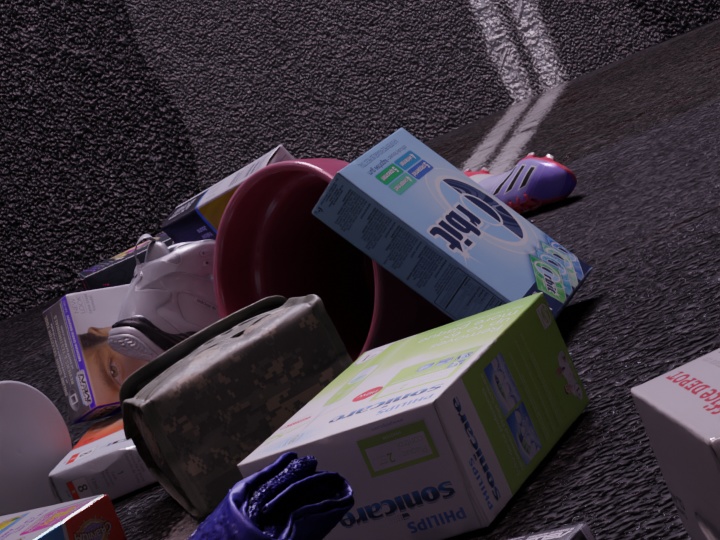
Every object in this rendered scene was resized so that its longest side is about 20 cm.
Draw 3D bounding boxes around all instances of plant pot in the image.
[{"bbox_3d":[0.000,0.000,1.734,0.199,0.202,0.178,-17,-6,40],"label":"plant pot"}]

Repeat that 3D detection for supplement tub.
[{"bbox_3d":[-0.368,0.180,1.793,0.199,0.133,0.132,-19,9,41],"label":"supplement tub"}]

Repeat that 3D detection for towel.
[{"bbox_3d":[-0.097,0.172,0.976,0.200,0.050,0.148,-47,-10,12],"label":"towel"}]

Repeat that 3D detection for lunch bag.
[{"bbox_3d":[-0.097,0.101,1.555,0.163,0.118,0.200,-30,5,-14],"label":"lunch bag"}]

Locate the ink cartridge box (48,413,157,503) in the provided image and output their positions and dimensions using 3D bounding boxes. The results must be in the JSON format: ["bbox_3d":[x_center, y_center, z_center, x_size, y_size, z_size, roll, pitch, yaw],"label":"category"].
[{"bbox_3d":[-0.161,0.139,1.748,0.199,0.050,0.162,-26,7,11],"label":"ink cartridge box"}]

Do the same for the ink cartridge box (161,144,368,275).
[{"bbox_3d":[-0.069,-0.010,1.912,0.197,0.200,0.047,-26,21,50],"label":"ink cartridge box"}]

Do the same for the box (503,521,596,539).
[{"bbox_3d":[0.001,0.186,0.910,0.199,0.050,0.158,-19,10,38],"label":"box"}]

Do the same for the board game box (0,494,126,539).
[{"bbox_3d":[-0.297,0.235,1.534,0.199,0.041,0.153,-17,11,45],"label":"board game box"}]

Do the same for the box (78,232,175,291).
[{"bbox_3d":[-0.244,0.018,2.551,0.199,0.123,0.106,-26,8,-9],"label":"box"}]

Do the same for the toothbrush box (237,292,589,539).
[{"bbox_3d":[0.038,0.101,1.249,0.145,0.087,0.200,-20,10,30],"label":"toothbrush box"}]

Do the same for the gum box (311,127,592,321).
[{"bbox_3d":[0.077,-0.023,1.587,0.045,0.200,0.170,-55,-6,24],"label":"gum box"}]

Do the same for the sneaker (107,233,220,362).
[{"bbox_3d":[-0.125,0.036,1.816,0.198,0.116,0.075,12,-7,-19],"label":"sneaker"}]

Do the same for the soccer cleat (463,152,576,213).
[{"bbox_3d":[0.167,-0.082,2.257,0.199,0.067,0.077,-4,52,54],"label":"soccer cleat"}]

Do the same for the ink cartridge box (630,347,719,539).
[{"bbox_3d":[0.241,0.060,0.907,0.199,0.086,0.148,-23,8,-4],"label":"ink cartridge box"}]

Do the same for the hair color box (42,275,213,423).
[{"bbox_3d":[-0.187,0.067,1.872,0.199,0.110,0.065,-10,-13,-34],"label":"hair color box"}]
